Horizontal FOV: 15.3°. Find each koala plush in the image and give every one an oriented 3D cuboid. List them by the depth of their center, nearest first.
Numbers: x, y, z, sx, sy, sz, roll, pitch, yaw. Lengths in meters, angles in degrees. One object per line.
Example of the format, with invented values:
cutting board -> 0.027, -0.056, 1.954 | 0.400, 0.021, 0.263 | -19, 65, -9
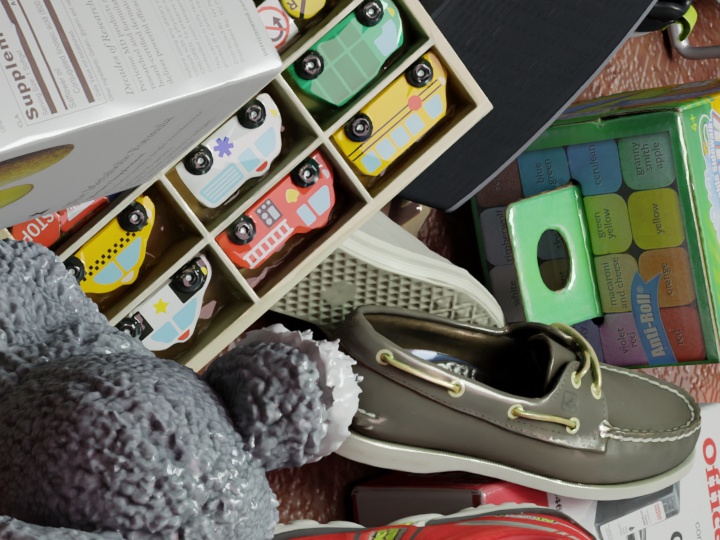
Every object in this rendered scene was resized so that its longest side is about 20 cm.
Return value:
koala plush -> -0.103, 0.076, 0.962 | 0.177, 0.200, 0.184 | -31, 107, -26

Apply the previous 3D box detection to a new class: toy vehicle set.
toy vehicle set -> -0.056, -0.052, 1.098 | 0.200, 0.027, 0.124 | -42, 110, -11

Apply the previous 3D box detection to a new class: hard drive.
hard drive -> 0.058, -0.110, 1.188 | 0.135, 0.200, 0.042 | 16, 33, -47

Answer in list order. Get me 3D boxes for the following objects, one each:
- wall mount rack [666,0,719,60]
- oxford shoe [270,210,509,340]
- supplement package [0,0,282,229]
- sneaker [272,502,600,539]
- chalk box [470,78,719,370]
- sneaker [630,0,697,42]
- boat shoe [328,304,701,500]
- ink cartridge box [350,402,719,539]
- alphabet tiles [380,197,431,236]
wall mount rack -> 0.214, -0.209, 1.460 | 0.200, 0.075, 0.174 | -18, 104, -47
oxford shoe -> 0.000, 0.000, 1.210 | 0.200, 0.075, 0.058 | 30, 33, -44
supplement package -> -0.151, -0.074, 0.957 | 0.200, 0.114, 0.110 | -21, 81, -38
sneaker -> 0.010, 0.141, 1.137 | 0.200, 0.085, 0.077 | -15, 95, -7
chalk box -> 0.137, -0.021, 1.298 | 0.200, 0.124, 0.125 | -20, 102, -55
sneaker -> 0.109, -0.195, 1.329 | 0.200, 0.083, 0.072 | 53, 51, -31
boat shoe -> 0.073, 0.056, 1.202 | 0.202, 0.072, 0.060 | 8, 123, -26
ink cartridge box -> 0.098, 0.152, 1.289 | 0.200, 0.084, 0.144 | -15, 98, -49
alphabet tiles -> -0.011, -0.110, 1.246 | 0.200, 0.008, 0.167 | 53, 51, -30
